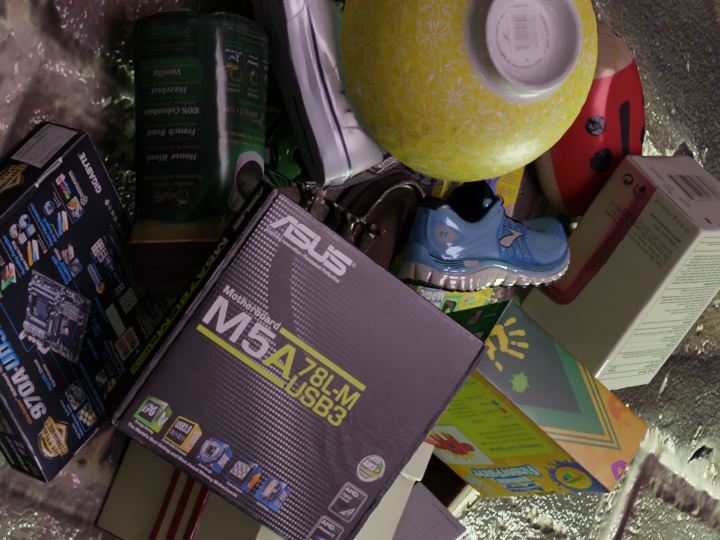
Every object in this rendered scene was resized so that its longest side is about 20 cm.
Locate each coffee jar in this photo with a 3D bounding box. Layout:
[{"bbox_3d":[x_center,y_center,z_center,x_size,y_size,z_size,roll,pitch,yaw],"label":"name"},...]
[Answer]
[{"bbox_3d":[-0.114,-0.078,1.422,0.104,0.085,0.202,10,80,-69],"label":"coffee jar"}]

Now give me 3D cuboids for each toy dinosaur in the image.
[{"bbox_3d":[-0.033,-0.001,1.522,0.103,0.077,0.200,-61,165,1],"label":"toy dinosaur"}]

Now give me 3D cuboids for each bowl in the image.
[{"bbox_3d":[0.097,-0.164,1.422,0.199,0.107,0.202,0,91,-26],"label":"bowl"}]

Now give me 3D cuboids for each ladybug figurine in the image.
[{"bbox_3d":[0.217,-0.138,1.861,0.135,0.072,0.201,-34,128,-40],"label":"ladybug figurine"}]

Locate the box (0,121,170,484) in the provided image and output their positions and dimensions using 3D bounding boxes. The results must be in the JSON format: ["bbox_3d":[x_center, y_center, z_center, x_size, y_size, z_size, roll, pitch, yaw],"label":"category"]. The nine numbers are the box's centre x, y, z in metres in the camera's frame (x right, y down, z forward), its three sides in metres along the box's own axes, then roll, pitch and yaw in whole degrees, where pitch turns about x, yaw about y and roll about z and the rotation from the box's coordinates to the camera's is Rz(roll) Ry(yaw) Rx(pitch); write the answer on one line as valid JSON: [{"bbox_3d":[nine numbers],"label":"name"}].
[{"bbox_3d":[-0.217,0.023,1.399,0.159,0.046,0.201,-49,136,-30],"label":"box"}]

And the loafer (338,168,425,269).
[{"bbox_3d":[0.000,0.000,1.641,0.200,0.071,0.073,-53,138,-25],"label":"loafer"}]

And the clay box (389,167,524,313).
[{"bbox_3d":[0.084,-0.056,1.746,0.115,0.047,0.202,13,93,-52],"label":"clay box"}]

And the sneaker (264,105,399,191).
[{"bbox_3d":[-0.022,-0.091,1.571,0.199,0.085,0.079,-13,113,-49],"label":"sneaker"}]

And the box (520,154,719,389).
[{"bbox_3d":[0.258,0.002,1.869,0.127,0.109,0.201,-3,133,-52],"label":"box"}]

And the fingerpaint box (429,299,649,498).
[{"bbox_3d":[0.115,0.111,1.677,0.167,0.200,0.074,42,66,-16],"label":"fingerpaint box"}]

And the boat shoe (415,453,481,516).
[{"bbox_3d":[0.105,0.169,1.834,0.201,0.073,0.063,-57,135,-32],"label":"boat shoe"}]

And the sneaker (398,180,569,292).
[{"bbox_3d":[0.114,-0.034,1.691,0.199,0.078,0.091,-7,104,-51],"label":"sneaker"}]

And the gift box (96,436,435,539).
[{"bbox_3d":[-0.070,0.148,1.518,0.200,0.184,0.188,30,81,-55],"label":"gift box"}]

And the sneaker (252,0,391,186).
[{"bbox_3d":[-0.028,-0.165,1.458,0.070,0.073,0.202,-21,109,-19],"label":"sneaker"}]

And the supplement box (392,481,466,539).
[{"bbox_3d":[0.003,0.273,1.674,0.109,0.061,0.201,-33,160,-40],"label":"supplement box"}]

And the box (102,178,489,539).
[{"bbox_3d":[-0.043,0.072,1.379,0.200,0.048,0.194,37,92,-20],"label":"box"}]

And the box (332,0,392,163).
[{"bbox_3d":[0.017,-0.201,1.495,0.136,0.038,0.201,-33,106,8],"label":"box"}]
